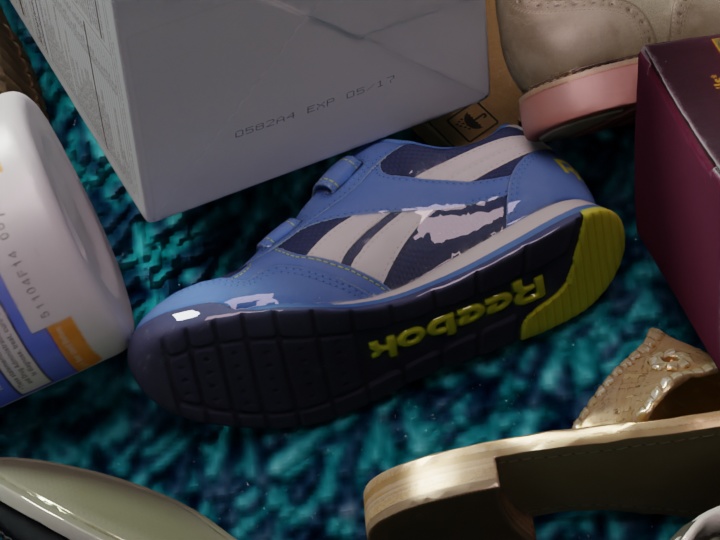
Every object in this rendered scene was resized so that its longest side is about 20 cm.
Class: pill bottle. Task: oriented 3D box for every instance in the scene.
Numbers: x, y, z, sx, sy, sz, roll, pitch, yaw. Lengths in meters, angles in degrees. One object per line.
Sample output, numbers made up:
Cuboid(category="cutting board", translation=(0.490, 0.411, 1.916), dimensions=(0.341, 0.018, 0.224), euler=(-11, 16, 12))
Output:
Cuboid(category="pill bottle", translation=(-0.198, 0.020, 1.105), dimensions=(0.200, 0.112, 0.112), euler=(-24, 55, 2))

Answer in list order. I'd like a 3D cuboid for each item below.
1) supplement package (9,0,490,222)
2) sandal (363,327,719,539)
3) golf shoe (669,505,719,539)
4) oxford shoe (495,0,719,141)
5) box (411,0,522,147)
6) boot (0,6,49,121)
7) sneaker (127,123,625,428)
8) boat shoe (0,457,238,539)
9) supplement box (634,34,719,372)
Cuboid(category="supplement package", translation=(-0.062, -0.155, 1.135), dimensions=(0.151, 0.151, 0.200), euler=(-21, 46, -15))
Cuboid(category="sandal", translation=(0.102, 0.053, 1.067), dimensions=(0.211, 0.078, 0.070), euler=(-11, 56, 8))
Cuboid(category="golf shoe", translation=(0.103, 0.129, 1.009), dimensions=(0.200, 0.088, 0.077), euler=(-34, 59, -13))
Cuboid(category="oxford shoe", translation=(0.145, -0.110, 1.145), dimensions=(0.200, 0.071, 0.074), euler=(-17, 85, -29))
Cuboid(category="box", translation=(0.050, -0.144, 1.242), dimensions=(0.163, 0.021, 0.200), euler=(-35, 58, -15))
Cuboid(category="boot", translation=(-0.228, -0.073, 1.223), dimensions=(0.166, 0.072, 0.200), euler=(-26, 56, 5))
Cuboid(category="sneaker", translation=(0.000, 0.000, 1.124), dimensions=(0.199, 0.074, 0.082), euler=(-17, 53, -12))
Cuboid(category="boat shoe", translation=(-0.062, 0.129, 1.048), dimensions=(0.199, 0.074, 0.066), euler=(21, 103, 13))
Cuboid(category="supplement box", translation=(0.213, -0.037, 1.070), dimensions=(0.199, 0.086, 0.110), euler=(-9, 33, -9))
